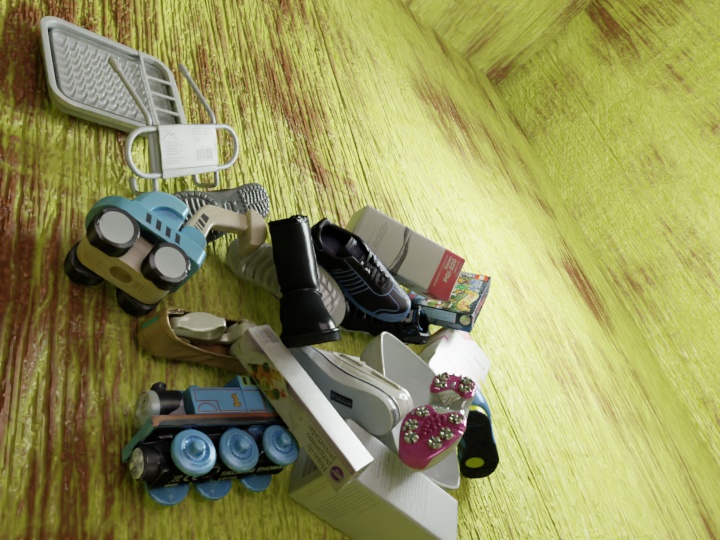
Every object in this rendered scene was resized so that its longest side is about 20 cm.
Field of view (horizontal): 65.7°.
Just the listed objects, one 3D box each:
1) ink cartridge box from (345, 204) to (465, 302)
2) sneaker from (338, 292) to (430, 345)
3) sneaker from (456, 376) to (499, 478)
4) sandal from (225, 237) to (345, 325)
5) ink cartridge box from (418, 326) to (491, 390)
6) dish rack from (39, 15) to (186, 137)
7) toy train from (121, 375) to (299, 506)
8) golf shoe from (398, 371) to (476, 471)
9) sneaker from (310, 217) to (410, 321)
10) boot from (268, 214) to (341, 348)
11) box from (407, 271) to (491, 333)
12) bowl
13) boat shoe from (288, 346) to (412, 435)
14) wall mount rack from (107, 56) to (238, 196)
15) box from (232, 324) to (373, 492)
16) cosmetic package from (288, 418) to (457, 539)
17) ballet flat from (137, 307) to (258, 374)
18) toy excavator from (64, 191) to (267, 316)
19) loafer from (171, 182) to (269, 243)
[{"bbox_3d":[0.065,-0.028,0.983,0.197,0.086,0.146,26,-4,-9],"label":"ink cartridge box"},{"bbox_3d":[0.038,0.068,0.908,0.198,0.111,0.074,26,63,-37],"label":"sneaker"},{"bbox_3d":[0.180,0.253,0.890,0.079,0.065,0.203,-90,168,-52],"label":"sneaker"},{"bbox_3d":[-0.109,0.015,0.836,0.201,0.050,0.083,35,67,-13],"label":"sandal"},{"bbox_3d":[0.162,0.183,1.013,0.117,0.067,0.200,52,29,1],"label":"ink cartridge box"},{"bbox_3d":[-0.357,-0.264,0.805,0.198,0.043,0.174,10,51,-49],"label":"dish rack"},{"bbox_3d":[-0.152,0.173,0.592,0.198,0.087,0.115,13,39,-45],"label":"toy train"},{"bbox_3d":[0.102,0.210,0.718,0.074,0.093,0.199,14,21,24],"label":"golf shoe"},{"bbox_3d":[0.000,0.000,0.848,0.199,0.078,0.071,36,60,0],"label":"sneaker"},{"bbox_3d":[-0.077,0.011,0.717,0.072,0.198,0.166,-6,89,-12],"label":"boot"},{"bbox_3d":[0.177,0.052,1.119,0.134,0.038,0.200,10,24,20],"label":"box"},{"bbox_3d":[0.061,0.216,0.812,0.199,0.074,0.202,42,30,-39],"label":"bowl"},{"bbox_3d":[-0.021,0.142,0.727,0.197,0.072,0.069,18,22,34],"label":"boat shoe"},{"bbox_3d":[-0.260,-0.195,0.763,0.199,0.073,0.177,-25,118,-57],"label":"wall mount rack"},{"bbox_3d":[-0.067,0.146,0.615,0.200,0.039,0.041,47,25,20],"label":"box"},{"bbox_3d":[0.020,0.281,0.688,0.199,0.101,0.075,41,33,-19],"label":"cosmetic package"},{"bbox_3d":[-0.167,0.084,0.678,0.198,0.063,0.070,14,47,-46],"label":"ballet flat"},{"bbox_3d":[-0.217,-0.042,0.675,0.194,0.099,0.202,37,44,-23],"label":"toy excavator"},{"bbox_3d":[-0.219,-0.076,0.786,0.198,0.069,0.077,-18,99,-47],"label":"loafer"}]
